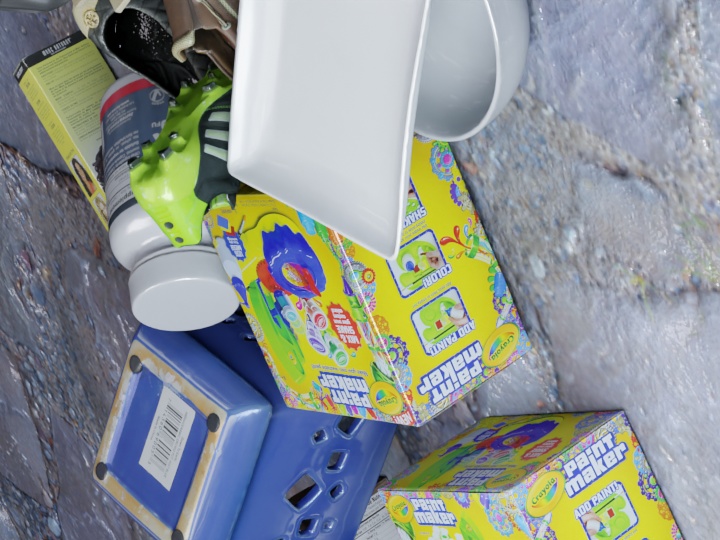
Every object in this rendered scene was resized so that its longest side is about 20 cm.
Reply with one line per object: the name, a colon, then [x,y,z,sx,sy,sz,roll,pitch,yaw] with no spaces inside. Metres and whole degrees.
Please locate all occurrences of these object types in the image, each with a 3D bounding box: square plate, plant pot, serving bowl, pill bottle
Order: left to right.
pill bottle: [-0.152,-0.059,1.689,0.120,0.118,0.202,115,151,-58]
plant pot: [-0.110,0.147,1.764,0.200,0.179,0.202,35,114,39]
square plate: [-0.019,-0.132,1.386,0.199,0.028,0.200,29,119,45]
serving bowl: [0.048,-0.191,1.369,0.200,0.066,0.201,39,146,33]

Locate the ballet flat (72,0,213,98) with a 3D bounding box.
ballet flat: [-0.162,-0.175,1.639,0.199,0.057,0.067,33,126,24]

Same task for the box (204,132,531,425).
box: [0.000,0.000,1.561,0.199,0.122,0.194,1,119,59]

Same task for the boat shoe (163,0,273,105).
boat shoe: [-0.114,-0.190,1.494,0.202,0.075,0.075,40,159,9]

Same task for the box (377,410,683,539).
box: [0.143,0.222,1.555,0.200,0.122,0.194,-9,109,61]

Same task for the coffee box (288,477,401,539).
coffee box: [0.009,0.296,1.895,0.113,0.080,0.201,-7,111,61]

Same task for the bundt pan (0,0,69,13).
bundt pan: [-0.257,-0.306,1.681,0.202,0.075,0.204,-169,90,-69]

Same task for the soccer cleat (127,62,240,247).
soccer cleat: [-0.113,-0.093,1.521,0.067,0.200,0.081,-11,120,30]

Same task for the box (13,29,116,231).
box: [-0.244,-0.123,1.916,0.201,0.075,0.050,57,155,2]

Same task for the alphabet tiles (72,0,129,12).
alphabet tiles: [-0.188,-0.298,1.491,0.166,0.006,0.201,-45,60,33]
